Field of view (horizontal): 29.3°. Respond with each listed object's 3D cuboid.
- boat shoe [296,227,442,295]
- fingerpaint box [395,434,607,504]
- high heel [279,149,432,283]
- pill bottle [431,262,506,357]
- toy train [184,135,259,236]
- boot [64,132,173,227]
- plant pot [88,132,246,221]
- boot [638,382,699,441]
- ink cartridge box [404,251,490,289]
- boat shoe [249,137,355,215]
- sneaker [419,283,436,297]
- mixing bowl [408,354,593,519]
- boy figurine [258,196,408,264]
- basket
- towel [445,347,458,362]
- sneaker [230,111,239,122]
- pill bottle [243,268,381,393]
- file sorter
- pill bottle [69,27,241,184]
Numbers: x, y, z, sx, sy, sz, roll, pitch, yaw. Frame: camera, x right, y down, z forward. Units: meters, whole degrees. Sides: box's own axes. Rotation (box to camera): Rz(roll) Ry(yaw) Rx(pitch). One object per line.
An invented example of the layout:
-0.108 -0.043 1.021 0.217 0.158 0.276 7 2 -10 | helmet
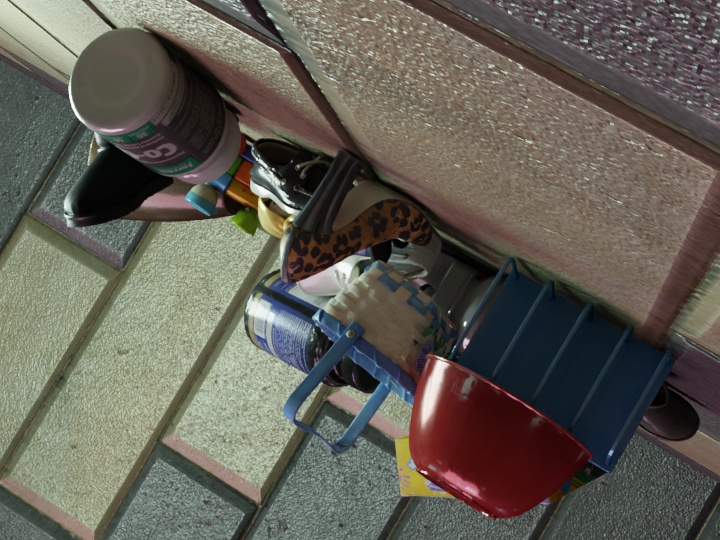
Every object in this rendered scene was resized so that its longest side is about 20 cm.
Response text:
0.000 0.000 1.611 0.200 0.069 0.071 -18 130 33 | boat shoe
0.169 0.215 1.618 0.200 0.074 0.167 -4 -175 37 | fingerpaint box
-0.005 -0.026 1.438 0.071 0.143 0.200 29 177 39 | high heel
0.177 0.075 1.645 0.200 0.112 0.111 31 178 6 | pill bottle
-0.130 -0.095 1.865 0.200 0.116 0.085 31 178 -4 | toy train
-0.275 -0.150 1.510 0.073 0.163 0.198 -1 -159 24 | boot
-0.257 -0.147 1.995 0.200 0.187 0.187 14 170 25 | plant pot
0.358 0.153 1.707 0.182 0.073 0.200 29 171 2 | boot
0.155 0.033 1.799 0.200 0.050 0.109 28 176 30 | ink cartridge box
-0.064 -0.105 1.539 0.074 0.060 0.200 -13 -159 -26 | boat shoe
0.121 0.087 1.788 0.077 0.076 0.200 35 179 30 | sneaker
0.125 0.184 1.411 0.200 0.109 0.200 31 172 5 | mixing bowl
-0.036 -0.057 1.587 0.200 0.124 0.065 15 132 40 | boy figurine
0.007 0.103 1.514 0.139 0.200 0.176 40 178 25 | basket
0.082 0.096 1.701 0.152 0.023 0.200 39 172 35 | towel
-0.202 -0.169 1.655 0.073 0.082 0.200 33 176 -17 | sneaker
-0.044 0.077 1.703 0.200 0.112 0.112 25 174 43 | pill bottle
0.207 0.096 1.427 0.200 0.139 0.123 30 175 13 | file sorter
-0.207 -0.165 1.442 0.113 0.113 0.200 30 178 25 | pill bottle
